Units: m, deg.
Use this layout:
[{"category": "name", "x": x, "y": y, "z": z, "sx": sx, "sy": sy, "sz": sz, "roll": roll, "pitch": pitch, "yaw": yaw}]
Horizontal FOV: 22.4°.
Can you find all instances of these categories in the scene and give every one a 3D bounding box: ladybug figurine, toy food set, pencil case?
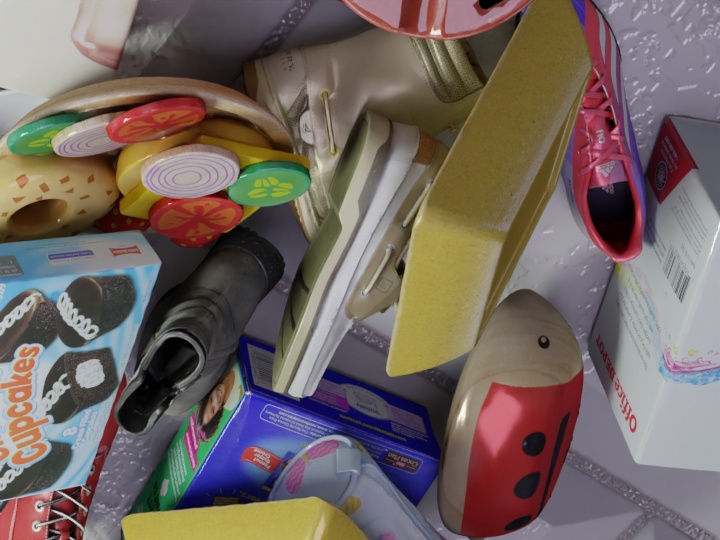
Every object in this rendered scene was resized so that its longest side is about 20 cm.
[{"category": "ladybug figurine", "x": 0.111, "y": 0.113, "z": 1.310, "sx": 0.071, "sy": 0.136, "sz": 0.202, "roll": 22, "pitch": 120, "yaw": 22}, {"category": "toy food set", "x": -0.136, "y": -0.060, "z": 1.127, "sx": 0.198, "sy": 0.049, "sz": 0.197, "roll": 10, "pitch": 151, "yaw": -36}, {"category": "pencil case", "x": 0.022, "y": 0.203, "z": 1.293, "sx": 0.090, "sy": 0.084, "sz": 0.200, "roll": -19, "pitch": 129, "yaw": 38}]

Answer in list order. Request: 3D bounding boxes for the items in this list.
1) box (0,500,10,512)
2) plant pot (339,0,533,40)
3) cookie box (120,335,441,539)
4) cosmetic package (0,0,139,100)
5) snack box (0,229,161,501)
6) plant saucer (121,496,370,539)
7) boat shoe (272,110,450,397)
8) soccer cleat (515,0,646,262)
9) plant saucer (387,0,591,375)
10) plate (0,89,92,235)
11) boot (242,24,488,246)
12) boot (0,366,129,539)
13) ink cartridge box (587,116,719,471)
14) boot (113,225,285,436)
[{"category": "box", "x": -0.258, "y": 0.076, "z": 1.189, "sx": 0.160, "sy": 0.049, "sz": 0.201, "roll": 8, "pitch": 128, "yaw": -48}, {"category": "plant pot", "x": 0.036, "y": -0.225, "z": 1.027, "sx": 0.198, "sy": 0.196, "sz": 0.203, "roll": -1, "pitch": 109, "yaw": -4}, {"category": "cookie box", "x": -0.062, "y": 0.170, "z": 1.354, "sx": 0.170, "sy": 0.075, "sz": 0.201, "roll": 22, "pitch": 115, "yaw": -22}, {"category": "cosmetic package", "x": -0.165, "y": -0.211, "z": 1.083, "sx": 0.086, "sy": 0.104, "sz": 0.201, "roll": 14, "pitch": 120, "yaw": -17}, {"category": "snack box", "x": -0.207, "y": 0.065, "z": 1.145, "sx": 0.115, "sy": 0.037, "sz": 0.201, "roll": -8, "pitch": 136, "yaw": -35}, {"category": "plant saucer", "x": -0.050, "y": 0.240, "z": 1.267, "sx": 0.198, "sy": 0.049, "sz": 0.200, "roll": -10, "pitch": 134, "yaw": 38}, {"category": "boat shoe", "x": 0.000, "y": 0.000, "z": 1.172, "sx": 0.068, "sy": 0.075, "sz": 0.202, "roll": 17, "pitch": 115, "yaw": -14}, {"category": "soccer cleat", "x": 0.155, "y": -0.098, "z": 1.222, "sx": 0.067, "sy": 0.073, "sz": 0.201, "roll": -18, "pitch": 123, "yaw": 3}, {"category": "plant saucer", "x": 0.086, "y": -0.047, "z": 1.127, "sx": 0.048, "sy": 0.201, "sz": 0.201, "roll": 24, "pitch": 151, "yaw": 10}, {"category": "plate", "x": -0.260, "y": -0.033, "z": 1.221, "sx": 0.197, "sy": 0.032, "sz": 0.201, "roll": -8, "pitch": 122, "yaw": -4}, {"category": "boot", "x": 0.024, "y": -0.078, "z": 1.217, "sx": 0.154, "sy": 0.073, "sz": 0.201, "roll": -22, "pitch": 119, "yaw": 4}, {"category": "boot", "x": -0.205, "y": 0.162, "z": 1.276, "sx": 0.072, "sy": 0.145, "sz": 0.201, "roll": 11, "pitch": 124, "yaw": -22}, {"category": "ink cartridge box", "x": 0.265, "y": 0.022, "z": 1.272, "sx": 0.143, "sy": 0.146, "sz": 0.202, "roll": 7, "pitch": 121, "yaw": -14}, {"category": "boot", "x": -0.130, "y": 0.063, "z": 1.216, "sx": 0.067, "sy": 0.131, "sz": 0.200, "roll": 36, "pitch": 137, "yaw": 0}]
